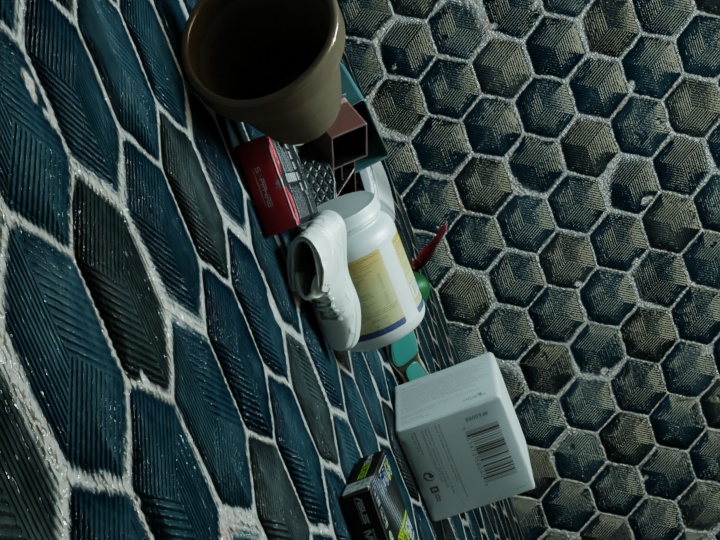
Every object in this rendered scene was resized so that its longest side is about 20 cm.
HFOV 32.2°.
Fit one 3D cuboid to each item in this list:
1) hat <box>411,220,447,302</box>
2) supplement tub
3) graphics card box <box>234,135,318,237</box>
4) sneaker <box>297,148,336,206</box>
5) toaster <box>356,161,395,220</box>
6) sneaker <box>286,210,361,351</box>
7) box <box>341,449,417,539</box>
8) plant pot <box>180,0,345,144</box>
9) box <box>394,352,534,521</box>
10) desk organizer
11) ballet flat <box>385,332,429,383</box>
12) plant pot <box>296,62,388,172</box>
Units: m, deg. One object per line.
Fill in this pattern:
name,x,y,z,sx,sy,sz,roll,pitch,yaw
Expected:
hat,0.138,0.030,2.606,0.200,0.174,0.168,49,23,-70
supplement tub,0.000,0.000,1.825,0.145,0.143,0.202,-88,158,-70
graphics card box,-0.110,-0.118,1.689,0.200,0.050,0.127,-45,115,-80
sneaker,-0.067,-0.087,1.939,0.083,0.071,0.203,134,-60,-72
toaster,-0.011,-0.142,2.232,0.129,0.112,0.203,37,36,-69
sneaker,-0.056,0.033,1.690,0.116,0.073,0.203,-44,128,-59
box,0.037,0.349,1.602,0.200,0.047,0.195,-34,102,-82
plant pot,-0.099,-0.247,1.526,0.175,0.198,0.203,55,17,-63
box,0.180,0.291,2.195,0.172,0.198,0.201,-85,154,-67
desk organizer,-0.034,-0.171,1.988,0.077,0.071,0.202,52,-24,37
ballet flat,0.079,0.163,2.366,0.062,0.067,0.202,37,-25,47
plant pot,-0.065,-0.270,2.092,0.201,0.140,0.142,66,3,40
